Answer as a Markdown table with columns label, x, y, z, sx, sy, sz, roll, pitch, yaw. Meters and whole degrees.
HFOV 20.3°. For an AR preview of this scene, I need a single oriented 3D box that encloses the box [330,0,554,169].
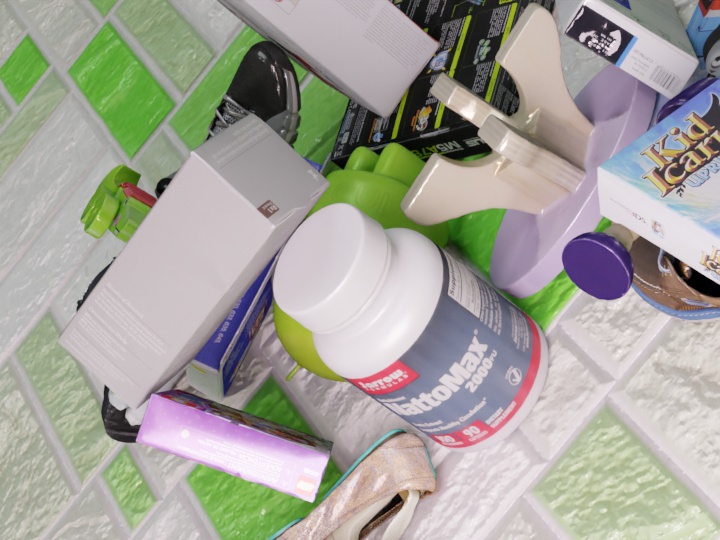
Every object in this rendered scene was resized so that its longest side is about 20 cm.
| label | x | y | z | sx | sy | sz | roll | pitch | yaw |
| --- | --- | --- | --- | --- | --- | --- | --- | --- | --- |
| box | 0.076 | -0.184 | 1.746 | 0.192 | 0.047 | 0.201 | -10 | 54 | 43 |

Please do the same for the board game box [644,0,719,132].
| label | x | y | z | sx | sy | sz | roll | pitch | yaw |
| --- | --- | --- | --- | --- | --- | --- | --- | --- | --- |
| board game box | 0.288 | -0.141 | 1.467 | 0.151 | 0.037 | 0.201 | 8 | 69 | 52 |

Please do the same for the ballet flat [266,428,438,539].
| label | x | y | z | sx | sy | sz | roll | pitch | yaw |
| --- | --- | --- | --- | --- | --- | --- | --- | --- | --- |
| ballet flat | -0.019 | 0.205 | 1.521 | 0.200 | 0.068 | 0.067 | -45 | 63 | 17 |

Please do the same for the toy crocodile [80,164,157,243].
| label | x | y | z | sx | sy | sz | roll | pitch | yaw |
| --- | --- | --- | --- | --- | --- | --- | --- | --- | --- |
| toy crocodile | -0.201 | -0.049 | 1.753 | 0.062 | 0.067 | 0.200 | -60 | 14 | 2 |

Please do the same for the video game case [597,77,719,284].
| label | x | y | z | sx | sy | sz | roll | pitch | yaw |
| --- | --- | --- | --- | --- | --- | --- | --- | --- | --- |
| video game case | 0.284 | -0.064 | 1.284 | 0.199 | 0.046 | 0.181 | -35 | 47 | -23 |

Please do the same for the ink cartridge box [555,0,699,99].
| label | x | y | z | sx | sy | sz | roll | pitch | yaw |
| --- | --- | --- | --- | --- | --- | --- | --- | --- | --- |
| ink cartridge box | 0.196 | -0.193 | 1.516 | 0.039 | 0.099 | 0.200 | -58 | 8 | 20 |

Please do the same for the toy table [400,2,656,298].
| label | x | y | z | sx | sy | sz | roll | pitch | yaw |
| --- | --- | --- | --- | --- | --- | --- | --- | --- | --- |
| toy table | 0.124 | -0.092 | 1.517 | 0.201 | 0.117 | 0.184 | -62 | 21 | -2 |

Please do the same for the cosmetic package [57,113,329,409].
| label | x | y | z | sx | sy | sz | roll | pitch | yaw |
| --- | --- | --- | --- | --- | --- | --- | --- | --- | --- |
| cosmetic package | -0.120 | -0.007 | 1.448 | 0.200 | 0.090 | 0.107 | -53 | -6 | 27 |

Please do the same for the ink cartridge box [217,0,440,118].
| label | x | y | z | sx | sy | sz | roll | pitch | yaw |
| --- | --- | --- | --- | --- | --- | --- | --- | --- | --- |
| ink cartridge box | -0.058 | -0.238 | 1.736 | 0.084 | 0.200 | 0.175 | -54 | 34 | -1 |

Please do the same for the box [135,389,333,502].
| label | x | y | z | sx | sy | sz | roll | pitch | yaw |
| --- | --- | --- | --- | --- | --- | --- | --- | --- | --- |
| box | -0.091 | 0.130 | 1.520 | 0.200 | 0.136 | 0.039 | 78 | -149 | -87 |

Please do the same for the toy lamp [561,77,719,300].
| label | x | y | z | sx | sy | sz | roll | pitch | yaw |
| --- | --- | --- | --- | --- | --- | --- | --- | --- | --- |
| toy lamp | 0.204 | -0.063 | 1.374 | 0.058 | 0.058 | 0.200 | -9 | 31 | 46 |

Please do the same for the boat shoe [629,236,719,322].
| label | x | y | z | sx | sy | sz | roll | pitch | yaw |
| --- | --- | --- | --- | --- | --- | --- | --- | --- | --- |
| boat shoe | 0.244 | -0.006 | 1.374 | 0.199 | 0.072 | 0.073 | 14 | 73 | 54 |

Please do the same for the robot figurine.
| label | x | y | z | sx | sy | sz | roll | pitch | yaw |
| --- | --- | --- | --- | --- | --- | --- | --- | --- | --- |
| robot figurine | 0.000 | 0.000 | 1.619 | 0.175 | 0.115 | 0.201 | -2 | 60 | 50 |

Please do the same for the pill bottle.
| label | x | y | z | sx | sy | sz | roll | pitch | yaw |
| --- | --- | --- | --- | --- | --- | --- | --- | --- | --- |
| pill bottle | 0.034 | 0.040 | 1.472 | 0.119 | 0.200 | 0.120 | -30 | 41 | 31 |

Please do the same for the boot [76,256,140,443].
| label | x | y | z | sx | sy | sz | roll | pitch | yaw |
| --- | --- | --- | --- | --- | --- | --- | --- | --- | --- |
| boot | -0.201 | 0.032 | 1.825 | 0.169 | 0.076 | 0.201 | -113 | 38 | -50 |

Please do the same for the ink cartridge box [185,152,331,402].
| label | x | y | z | sx | sy | sz | roll | pitch | yaw |
| --- | --- | --- | --- | --- | --- | --- | --- | --- | --- |
| ink cartridge box | -0.090 | 0.002 | 1.696 | 0.199 | 0.047 | 0.200 | -63 | -4 | -13 |

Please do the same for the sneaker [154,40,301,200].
| label | x | y | z | sx | sy | sz | roll | pitch | yaw |
| --- | --- | --- | --- | --- | --- | --- | --- | --- | --- |
| sneaker | -0.123 | -0.101 | 1.764 | 0.075 | 0.115 | 0.201 | 36 | 126 | 35 |

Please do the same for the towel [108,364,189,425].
| label | x | y | z | sx | sy | sz | roll | pitch | yaw |
| --- | --- | --- | --- | --- | --- | --- | --- | --- | --- |
| towel | -0.133 | 0.010 | 1.616 | 0.201 | 0.048 | 0.172 | -54 | 16 | 26 |
